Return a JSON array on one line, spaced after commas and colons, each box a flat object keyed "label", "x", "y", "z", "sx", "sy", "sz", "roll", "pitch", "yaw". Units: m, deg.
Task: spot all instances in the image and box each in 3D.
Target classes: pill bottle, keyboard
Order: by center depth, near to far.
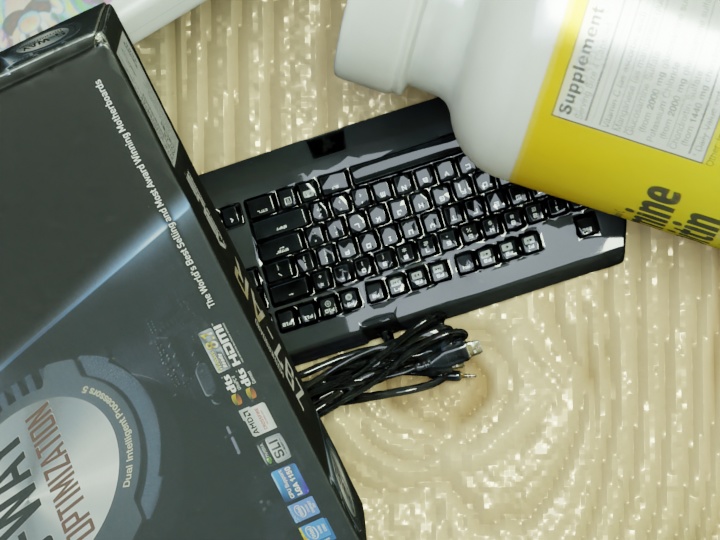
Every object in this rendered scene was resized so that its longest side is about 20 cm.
[{"label": "pill bottle", "x": 0.097, "y": -0.072, "z": 0.703, "sx": 0.199, "sy": 0.112, "sz": 0.113, "roll": 18, "pitch": 93, "yaw": 3}, {"label": "keyboard", "x": 0.000, "y": 0.000, "z": 0.763, "sx": 0.199, "sy": 0.040, "sz": 0.105, "roll": -18, "pitch": 88, "yaw": 9}]

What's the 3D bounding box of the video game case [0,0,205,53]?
[{"label": "video game case", "x": -0.128, "y": -0.143, "z": 0.731, "sx": 0.199, "sy": 0.024, "sz": 0.183, "roll": -30, "pitch": 67, "yaw": 7}]

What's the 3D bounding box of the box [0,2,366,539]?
[{"label": "box", "x": -0.109, "y": 0.037, "z": 0.702, "sx": 0.159, "sy": 0.044, "sz": 0.201, "roll": -23, "pitch": 109, "yaw": 5}]
